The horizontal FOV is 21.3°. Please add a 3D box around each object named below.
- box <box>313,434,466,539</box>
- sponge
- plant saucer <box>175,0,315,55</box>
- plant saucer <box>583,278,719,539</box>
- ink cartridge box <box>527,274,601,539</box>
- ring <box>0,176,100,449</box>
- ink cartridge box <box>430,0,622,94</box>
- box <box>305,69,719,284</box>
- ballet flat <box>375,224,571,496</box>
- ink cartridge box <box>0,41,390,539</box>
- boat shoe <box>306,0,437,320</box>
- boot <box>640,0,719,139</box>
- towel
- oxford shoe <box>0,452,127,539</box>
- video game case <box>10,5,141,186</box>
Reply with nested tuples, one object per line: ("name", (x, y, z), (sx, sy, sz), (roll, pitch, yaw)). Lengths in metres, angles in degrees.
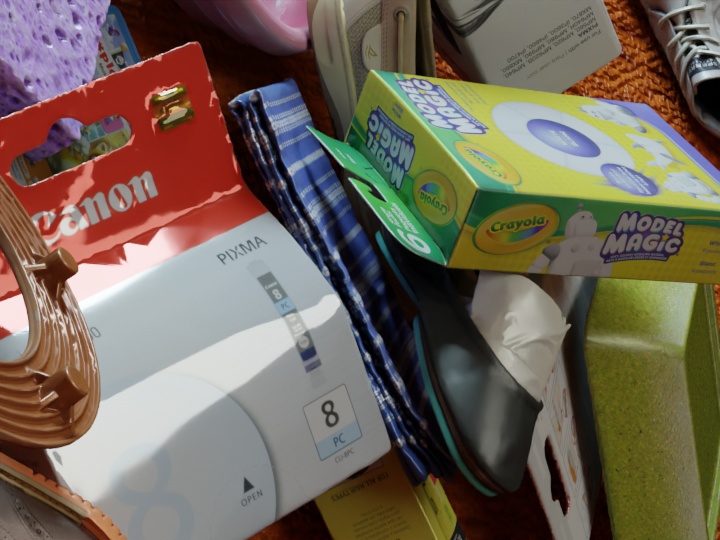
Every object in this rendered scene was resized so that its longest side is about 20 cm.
("box", (0.003, 0.094, 0.920), (0.200, 0.050, 0.075), (64, 11, -1))
("sponge", (-0.153, -0.152, 0.850), (0.112, 0.030, 0.200), (49, 29, -36))
("plant saucer", (-0.074, -0.203, 0.971), (0.200, 0.051, 0.201), (-15, 90, -71))
("plant saucer", (0.177, 0.072, 1.095), (0.200, 0.048, 0.200), (-62, 145, -58))
("ink cartridge box", (0.095, 0.050, 1.029), (0.160, 0.047, 0.200), (68, 28, -43))
("ring", (-0.154, -0.025, 0.666), (0.201, 0.019, 0.200), (52, 11, -15))
("ink cartridge box", (0.050, -0.198, 1.040), (0.144, 0.084, 0.200), (55, -3, 47))
("box", (0.082, -0.045, 0.921), (0.200, 0.048, 0.117), (1, 32, -31))
("ballet flat", (0.055, 0.018, 0.906), (0.068, 0.068, 0.200), (42, 18, -37))
("ink cartridge box", (-0.084, 0.020, 0.800), (0.160, 0.047, 0.200), (-27, 106, -35))
("boat shoe", (0.026, -0.066, 1.005), (0.072, 0.065, 0.200), (-60, 141, -61))
("boot", (0.249, -0.175, 1.393), (0.200, 0.073, 0.096), (43, 34, -31))
("towel", (0.000, 0.000, 0.917), (0.200, 0.024, 0.145), (64, 9, -4))
("oxford shoe", (-0.150, 0.106, 0.716), (0.200, 0.071, 0.073), (44, 44, -9))
("video game case", (-0.149, -0.041, 0.844), (0.200, 0.018, 0.143), (-20, 87, -55))
